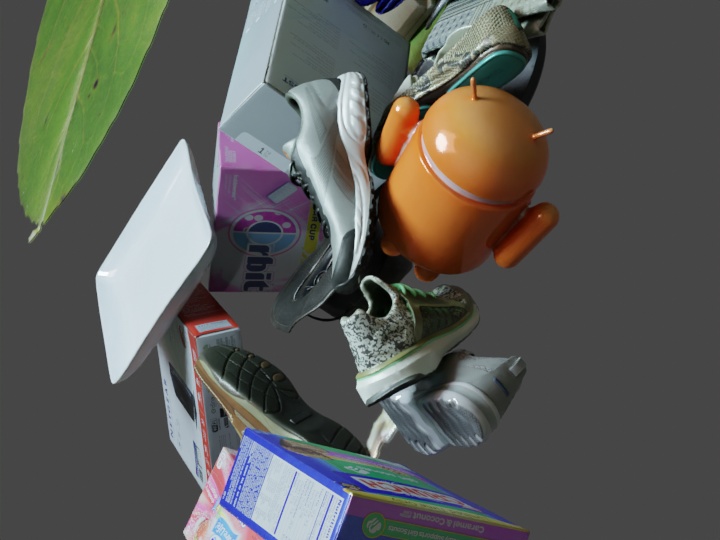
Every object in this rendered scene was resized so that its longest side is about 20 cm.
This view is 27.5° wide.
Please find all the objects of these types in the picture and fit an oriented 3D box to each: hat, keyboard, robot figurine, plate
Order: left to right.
[{"bbox_3d":[-0.208,-0.008,1.526,0.200,0.032,0.200,-54,31,22],"label":"plate"},{"bbox_3d":[0.000,0.000,1.398,0.201,0.081,0.201,-51,13,16],"label":"hat"},{"bbox_3d":[0.090,-0.277,1.424,0.056,0.011,0.200,-57,3,-5],"label":"keyboard"},{"bbox_3d":[0.089,-0.075,1.255,0.200,0.116,0.144,-59,44,47],"label":"robot figurine"}]

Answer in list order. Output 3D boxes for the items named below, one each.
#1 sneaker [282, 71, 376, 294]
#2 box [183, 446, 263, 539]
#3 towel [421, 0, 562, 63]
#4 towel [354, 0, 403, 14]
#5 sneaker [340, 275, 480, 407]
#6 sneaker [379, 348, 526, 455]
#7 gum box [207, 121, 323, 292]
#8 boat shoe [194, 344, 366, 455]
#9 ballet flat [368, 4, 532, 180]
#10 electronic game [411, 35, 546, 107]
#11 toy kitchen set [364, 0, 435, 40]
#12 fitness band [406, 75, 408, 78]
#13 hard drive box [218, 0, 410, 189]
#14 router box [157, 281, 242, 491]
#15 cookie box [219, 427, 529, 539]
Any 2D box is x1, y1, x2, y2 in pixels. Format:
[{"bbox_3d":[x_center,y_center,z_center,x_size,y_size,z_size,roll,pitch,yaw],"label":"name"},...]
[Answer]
[{"bbox_3d":[-0.025,-0.074,1.272,0.074,0.079,0.201,89,177,-71],"label":"sneaker"},{"bbox_3d":[-0.081,0.261,1.364,0.103,0.094,0.200,-64,29,9],"label":"box"},{"bbox_3d":[0.157,-0.279,1.341,0.200,0.035,0.193,-10,45,59],"label":"towel"},{"bbox_3d":[0.088,-0.319,1.407,0.148,0.050,0.200,-32,1,-30],"label":"towel"},{"bbox_3d":[0.039,0.035,1.234,0.077,0.089,0.200,-26,8,25],"label":"sneaker"},{"bbox_3d":[0.077,0.107,1.247,0.082,0.075,0.200,-40,15,-21],"label":"sneaker"},{"bbox_3d":[-0.095,-0.057,1.508,0.200,0.113,0.066,102,166,-49],"label":"gum box"},{"bbox_3d":[-0.086,0.151,1.394,0.200,0.076,0.074,39,120,24],"label":"boat shoe"},{"bbox_3d":[0.074,-0.161,1.301,0.200,0.068,0.075,-41,45,37],"label":"ballet flat"},{"bbox_3d":[0.100,-0.166,1.388,0.200,0.042,0.200,-38,35,33],"label":"electronic game"},{"bbox_3d":[-0.023,-0.337,1.569,0.200,0.180,0.164,-46,37,43],"label":"toy kitchen set"},{"bbox_3d":[-0.008,-0.144,1.567,0.200,0.037,0.144,-31,47,50],"label":"fitness band"},{"bbox_3d":[-0.039,-0.180,1.411,0.077,0.156,0.200,-39,29,36],"label":"hard drive box"},{"bbox_3d":[-0.166,0.123,1.553,0.179,0.049,0.201,-141,42,-60],"label":"router box"},{"bbox_3d":[0.007,0.199,1.178,0.200,0.171,0.075,18,91,61],"label":"cookie box"}]
